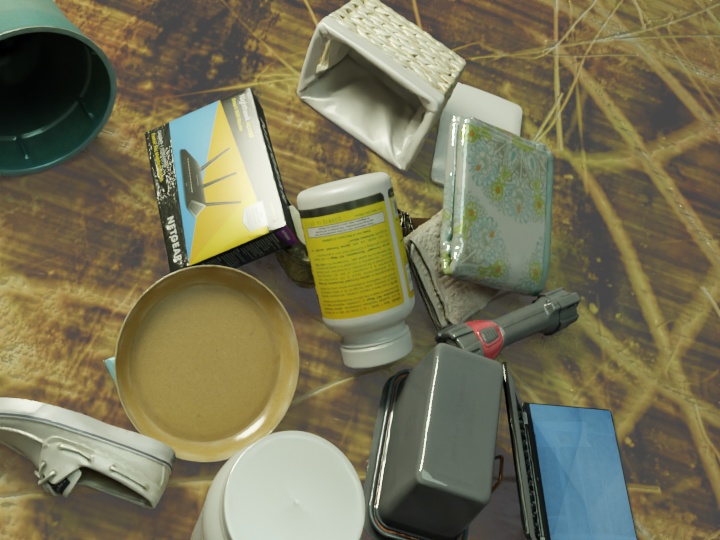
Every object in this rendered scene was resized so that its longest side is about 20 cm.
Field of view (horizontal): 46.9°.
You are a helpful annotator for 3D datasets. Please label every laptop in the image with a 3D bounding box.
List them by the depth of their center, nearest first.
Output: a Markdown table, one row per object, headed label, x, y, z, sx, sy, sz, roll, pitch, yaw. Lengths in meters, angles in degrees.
| label | x | y | z | sx | sy | sz | roll | pitch | yaw |
| --- | --- | --- | --- | --- | --- | --- | --- | --- | --- |
| laptop | 0.239 | 0.220 | 0.937 | 0.113 | 0.201 | 0.191 | -12 | 57 | 14 |

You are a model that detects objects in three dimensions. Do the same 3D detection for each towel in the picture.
| label | x | y | z | sx | sy | sz | roll | pitch | yaw |
| --- | --- | --- | --- | --- | --- | --- | --- | --- | --- |
| towel | 0.171 | -0.079 | 1.042 | 0.168 | 0.048 | 0.206 | 12 | 78 | -35 |
| towel | 0.138 | -0.026 | 1.058 | 0.199 | 0.034 | 0.135 | -38 | 111 | -35 |

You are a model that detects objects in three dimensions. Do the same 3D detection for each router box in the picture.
| label | x | y | z | sx | sy | sz | roll | pitch | yaw |
| --- | --- | --- | --- | --- | --- | --- | --- | --- | --- |
| router box | -0.168 | -0.100 | 0.984 | 0.146 | 0.051 | 0.204 | -21 | 63 | 6 |

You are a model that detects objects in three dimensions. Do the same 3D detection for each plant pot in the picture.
| label | x | y | z | sx | sy | sz | roll | pitch | yaw |
| --- | --- | --- | --- | --- | --- | --- | --- | --- | --- |
| plant pot | -0.161 | 0.098 | 0.882 | 0.195 | 0.027 | 0.206 | 2 | 85 | -21 |
| plant pot | -0.411 | -0.254 | 0.959 | 0.197 | 0.202 | 0.198 | -20 | 60 | -28 |

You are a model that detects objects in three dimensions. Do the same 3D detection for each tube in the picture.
| label | x | y | z | sx | sy | sz | roll | pitch | yaw |
| --- | --- | --- | --- | --- | --- | --- | --- | --- | --- |
| tube | -0.174 | 0.089 | 0.914 | 0.197 | 0.051 | 0.078 | -27 | 75 | -26 |

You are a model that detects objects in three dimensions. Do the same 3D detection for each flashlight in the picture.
| label | x | y | z | sx | sy | sz | roll | pitch | yaw |
| --- | --- | --- | --- | --- | --- | --- | --- | --- | --- |
| flashlight | 0.184 | 0.077 | 1.036 | 0.197 | 0.070 | 0.067 | -18 | 28 | -32 |

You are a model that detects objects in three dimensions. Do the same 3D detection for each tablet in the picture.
| label | x | y | z | sx | sy | sz | roll | pitch | yaw |
| --- | --- | --- | --- | --- | --- | --- | --- | --- | --- |
| tablet | 0.174 | -0.189 | 1.221 | 0.127 | 0.014 | 0.204 | 18 | 55 | -8 |

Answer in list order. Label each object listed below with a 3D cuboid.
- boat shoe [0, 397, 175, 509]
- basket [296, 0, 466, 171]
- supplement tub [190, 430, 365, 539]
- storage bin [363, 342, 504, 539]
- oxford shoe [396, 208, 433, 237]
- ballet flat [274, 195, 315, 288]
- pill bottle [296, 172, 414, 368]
| label | x | y | z | sx | sy | sz | roll | pitch | yaw |
| --- | --- | --- | --- | --- | --- | --- | --- | --- | --- |
| boat shoe | -0.282 | 0.183 | 0.806 | 0.196 | 0.071 | 0.071 | 21 | 55 | -12 |
| basket | 0.032 | -0.264 | 1.146 | 0.198 | 0.136 | 0.124 | 36 | 51 | 5 |
| supplement tub | -0.078 | 0.242 | 0.757 | 0.141 | 0.201 | 0.148 | 9 | 57 | -14 |
| storage bin | 0.096 | 0.188 | 0.892 | 0.142 | 0.135 | 0.204 | 18 | 56 | -7 |
| oxford shoe | 0.050 | -0.041 | 1.046 | 0.195 | 0.085 | 0.074 | -9 | 61 | -25 |
| ballet flat | -0.103 | -0.069 | 1.020 | 0.070 | 0.071 | 0.201 | -28 | 72 | -31 |
| pill bottle | 0.000 | 0.000 | 0.943 | 0.110 | 0.112 | 0.205 | -17 | 100 | -27 |
